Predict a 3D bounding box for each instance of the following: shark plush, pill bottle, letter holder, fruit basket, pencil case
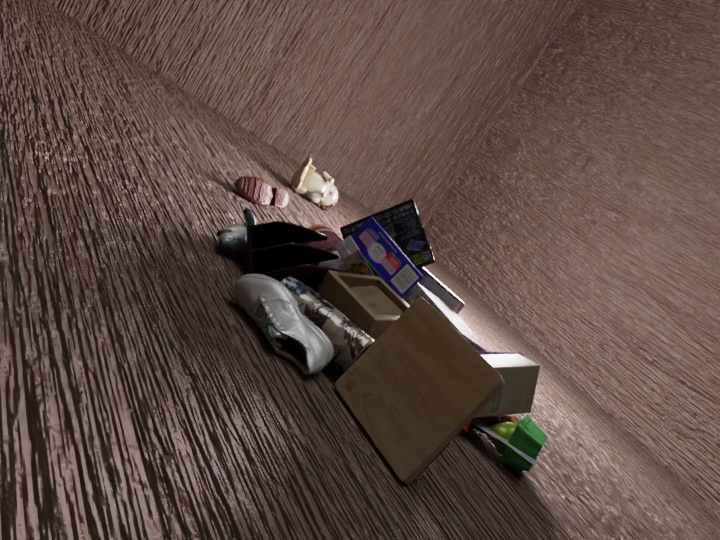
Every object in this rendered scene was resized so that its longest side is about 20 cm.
[{"bbox_3d":[-0.218,-0.029,1.228,0.201,0.089,0.085,55,13,-45],"label":"shark plush"},{"bbox_3d":[-0.071,-0.017,1.421,0.112,0.114,0.200,27,14,-39],"label":"pill bottle"},{"bbox_3d":[-0.112,-0.033,1.202,0.138,0.104,0.199,-9,-10,24],"label":"letter holder"},{"bbox_3d":[0.279,0.328,1.244,0.196,0.096,0.184,24,5,21],"label":"fruit basket"},{"bbox_3d":[-0.075,0.094,1.015,0.198,0.091,0.078,37,21,7],"label":"pencil case"}]

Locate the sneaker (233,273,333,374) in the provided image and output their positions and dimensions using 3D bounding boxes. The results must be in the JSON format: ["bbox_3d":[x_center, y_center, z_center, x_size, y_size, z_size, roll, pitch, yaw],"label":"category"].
[{"bbox_3d":[-0.130,0.083,0.940,0.199,0.076,0.088,40,23,9],"label":"sneaker"}]

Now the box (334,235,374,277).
[{"bbox_3d":[0.000,0.000,1.237,0.042,0.038,0.201,58,0,31],"label":"box"}]

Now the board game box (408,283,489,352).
[{"bbox_3d":[0.197,0.117,1.328,0.133,0.034,0.201,34,12,-39],"label":"board game box"}]

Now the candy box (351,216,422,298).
[{"bbox_3d":[0.051,-0.018,1.347,0.170,0.077,0.200,49,-3,3],"label":"candy box"}]

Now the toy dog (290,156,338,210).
[{"bbox_3d":[-0.177,-0.323,2.415,0.197,0.143,0.192,30,-25,-23],"label":"toy dog"}]

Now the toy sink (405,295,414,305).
[{"bbox_3d":[0.157,0.175,1.360,0.198,0.113,0.131,37,9,-28],"label":"toy sink"}]

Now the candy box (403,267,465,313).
[{"bbox_3d":[0.135,0.083,1.515,0.199,0.169,0.071,42,7,23],"label":"candy box"}]

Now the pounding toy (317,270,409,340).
[{"bbox_3d":[0.025,0.119,1.177,0.197,0.145,0.184,8,28,-47],"label":"pounding toy"}]

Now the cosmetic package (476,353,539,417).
[{"bbox_3d":[0.254,0.226,1.194,0.195,0.107,0.073,2,12,-31],"label":"cosmetic package"}]

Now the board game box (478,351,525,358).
[{"bbox_3d":[0.247,0.220,1.276,0.195,0.121,0.033,7,42,-31],"label":"board game box"}]

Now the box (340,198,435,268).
[{"bbox_3d":[0.065,-0.061,1.474,0.044,0.195,0.164,57,12,-86],"label":"box"}]

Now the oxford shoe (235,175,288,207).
[{"bbox_3d":[-0.299,-0.225,1.754,0.073,0.073,0.198,10,-6,36],"label":"oxford shoe"}]

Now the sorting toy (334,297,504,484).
[{"bbox_3d":[0.091,0.181,0.912,0.200,0.199,0.070,45,-1,43],"label":"sorting toy"}]
